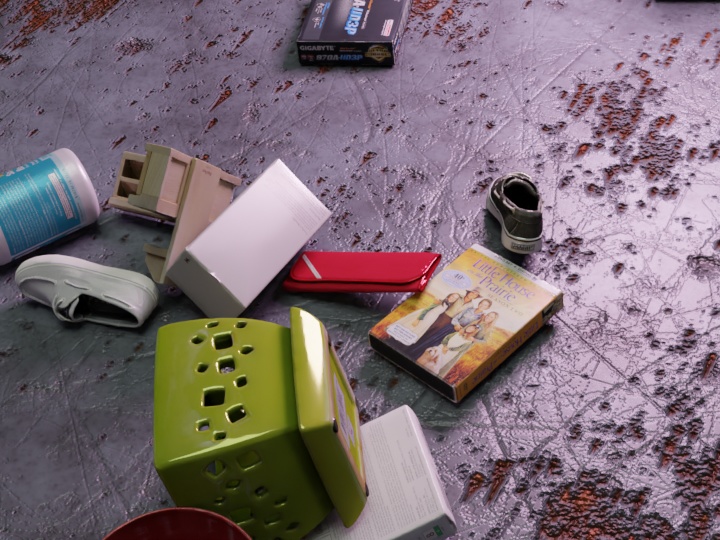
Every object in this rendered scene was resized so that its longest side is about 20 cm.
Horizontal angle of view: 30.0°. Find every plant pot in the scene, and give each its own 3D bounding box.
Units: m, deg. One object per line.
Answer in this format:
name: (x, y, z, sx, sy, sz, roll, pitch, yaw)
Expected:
plant pot: (-0.099, 0.168, 1.405, 0.179, 0.200, 0.201, -14, 43, 7)

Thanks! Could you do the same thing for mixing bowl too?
mixing bowl: (-0.176, 0.345, 1.298, 0.197, 0.109, 0.202, -4, 52, 5)

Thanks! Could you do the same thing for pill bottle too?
pill bottle: (-0.463, -0.079, 1.816, 0.198, 0.112, 0.111, -27, 45, -21)

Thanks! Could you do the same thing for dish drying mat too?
dish drying mat: (0.000, 0.000, 1.696, 0.198, 0.018, 0.077, 0, 36, 29)

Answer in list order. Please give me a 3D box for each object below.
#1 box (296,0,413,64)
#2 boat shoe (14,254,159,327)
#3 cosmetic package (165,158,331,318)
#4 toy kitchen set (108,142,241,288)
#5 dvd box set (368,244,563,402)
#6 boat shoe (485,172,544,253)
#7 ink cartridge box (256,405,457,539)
box: (-0.006, -0.402, 2.151, 0.157, 0.046, 0.201, 3, 43, 12)
boat shoe: (-0.358, 0.035, 1.716, 0.197, 0.073, 0.069, 13, 45, 9)
cosmetic package: (-0.141, -0.035, 1.708, 0.108, 0.085, 0.200, 46, 55, -4)
toy kitchen set: (-0.288, -0.075, 1.761, 0.178, 0.200, 0.165, 13, 87, 22)
dvd box set: (0.128, 0.059, 1.623, 0.199, 0.030, 0.146, -37, 49, -27)
boat shoe: (0.207, -0.091, 1.735, 0.070, 0.064, 0.201, 2, 25, -5)
ink cartridge box: (-0.010, 0.252, 1.448, 0.198, 0.050, 0.162, -27, 42, 6)
